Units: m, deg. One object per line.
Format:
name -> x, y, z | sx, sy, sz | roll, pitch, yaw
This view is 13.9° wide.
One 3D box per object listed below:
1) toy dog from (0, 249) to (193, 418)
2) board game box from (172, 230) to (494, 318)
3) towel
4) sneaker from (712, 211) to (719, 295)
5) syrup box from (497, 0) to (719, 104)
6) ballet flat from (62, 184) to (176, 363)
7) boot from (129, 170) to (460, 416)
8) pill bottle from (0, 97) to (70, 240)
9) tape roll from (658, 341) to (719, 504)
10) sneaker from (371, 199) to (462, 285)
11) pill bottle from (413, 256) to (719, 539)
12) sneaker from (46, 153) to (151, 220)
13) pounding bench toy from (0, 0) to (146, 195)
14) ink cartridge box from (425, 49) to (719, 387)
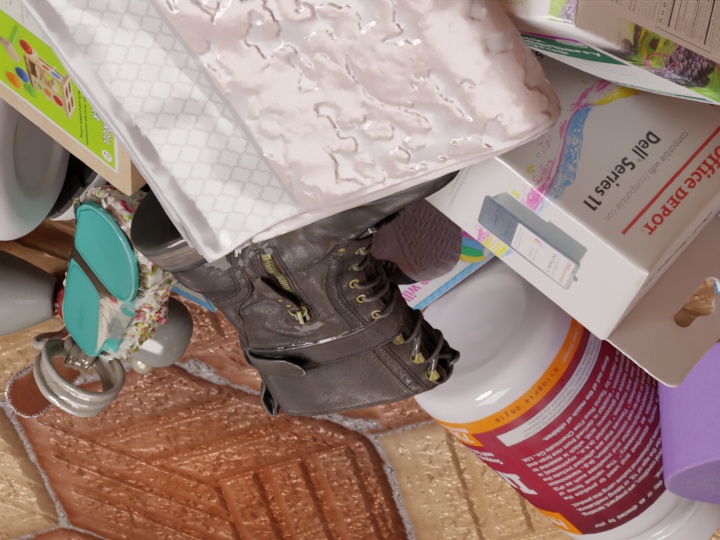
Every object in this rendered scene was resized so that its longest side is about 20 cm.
toy dog -> -0.211, 0.035, 1.769 | 0.200, 0.132, 0.096 | 29, 134, 10
board game box -> -0.017, -0.019, 1.688 | 0.134, 0.034, 0.200 | 29, 143, -19
towel -> -0.041, -0.109, 1.276 | 0.191, 0.032, 0.200 | -22, 117, 25
sneaker -> 0.221, -0.042, 1.530 | 0.076, 0.077, 0.200 | 11, 144, 9
syrup box -> 0.115, -0.134, 1.351 | 0.079, 0.082, 0.200 | 12, 180, 31
ballet flat -> -0.124, -0.009, 1.632 | 0.076, 0.064, 0.200 | 57, 160, 8
boot -> 0.000, 0.000, 1.477 | 0.200, 0.069, 0.174 | -16, 136, 29
pill bottle -> -0.266, -0.082, 1.620 | 0.199, 0.113, 0.113 | 7, 145, 19
tape roll -> 0.265, 0.082, 1.629 | 0.199, 0.066, 0.200 | -2, 166, -1
sneaker -> -0.052, -0.027, 1.571 | 0.200, 0.075, 0.115 | 20, 149, -36
pill bottle -> 0.127, 0.086, 1.711 | 0.113, 0.113, 0.200 | -18, 134, 38
sneaker -> -0.093, -0.079, 1.620 | 0.087, 0.076, 0.200 | 16, 152, -30
pounding bench toy -> -0.099, -0.172, 1.389 | 0.124, 0.156, 0.200 | 37, 150, 23
ink cartridge box -> 0.115, -0.049, 1.465 | 0.200, 0.117, 0.067 | 39, 144, 8
